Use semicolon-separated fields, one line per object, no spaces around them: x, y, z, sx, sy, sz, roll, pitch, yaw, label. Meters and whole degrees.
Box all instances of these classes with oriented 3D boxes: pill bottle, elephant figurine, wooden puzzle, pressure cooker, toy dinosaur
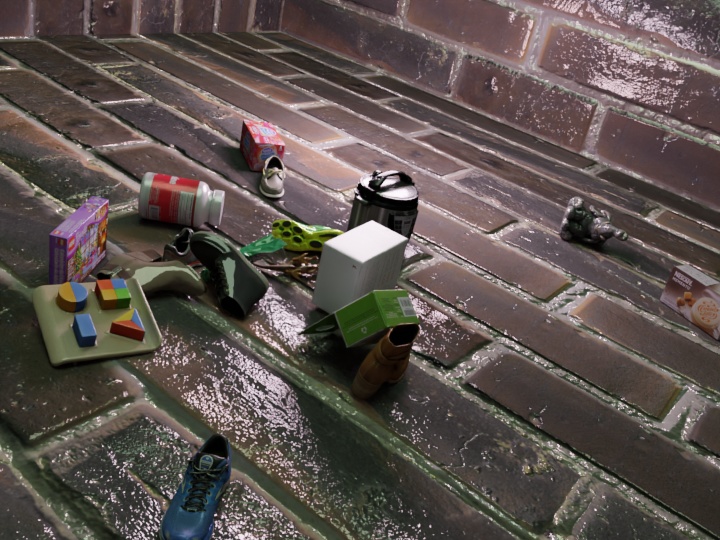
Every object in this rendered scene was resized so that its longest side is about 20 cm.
-0.439;-0.170;1.812;0.195;0.114;0.113;9;27;-9;pill bottle
0.727;-0.134;2.288;0.196;0.143;0.156;19;51;13;elephant figurine
-0.484;0.081;1.355;0.197;0.047;0.186;-8;48;-34;wooden puzzle
0.061;-0.164;1.925;0.175;0.204;0.177;12;26;-4;pressure cooker
-0.162;-0.004;1.715;0.195;0.062;0.106;1;-6;-16;toy dinosaur

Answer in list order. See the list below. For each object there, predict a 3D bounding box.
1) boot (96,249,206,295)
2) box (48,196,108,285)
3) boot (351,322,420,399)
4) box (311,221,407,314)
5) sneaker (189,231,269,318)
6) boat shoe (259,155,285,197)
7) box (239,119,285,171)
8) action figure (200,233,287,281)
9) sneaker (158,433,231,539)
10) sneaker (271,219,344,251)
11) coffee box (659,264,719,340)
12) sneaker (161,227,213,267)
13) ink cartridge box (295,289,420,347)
-0.435;0.025;1.514;0.197;0.071;0.146;26;36;23;boot
-0.571;-0.049;1.496;0.038;0.139;0.201;12;28;0;box
0.066;0.146;1.399;0.077;0.156;0.199;43;37;17;boot
0.000;0.000;1.641;0.105;0.155;0.199;27;30;24;box
-0.291;0.006;1.535;0.199;0.075;0.107;37;40;-2;sneaker
-0.255;-0.274;2.149;0.070;0.061;0.203;8;28;-11;boat shoe
-0.310;-0.391;2.303;0.098;0.097;0.201;2;29;-23;box
-0.269;-0.022;1.651;0.197;0.056;0.118;-23;15;-25;action figure
-0.231;0.308;1.043;0.077;0.091;0.201;12;28;-1;sneaker
-0.130;-0.081;1.858;0.195;0.076;0.084;11;2;2;sneaker
0.926;0.081;1.985;0.078;0.116;0.200;-5;33;-31;coffee box
-0.377;-0.058;1.665;0.076;0.083;0.200;20;28;12;sneaker
-0.004;0.113;1.443;0.147;0.198;0.077;1;62;-60;ink cartridge box
